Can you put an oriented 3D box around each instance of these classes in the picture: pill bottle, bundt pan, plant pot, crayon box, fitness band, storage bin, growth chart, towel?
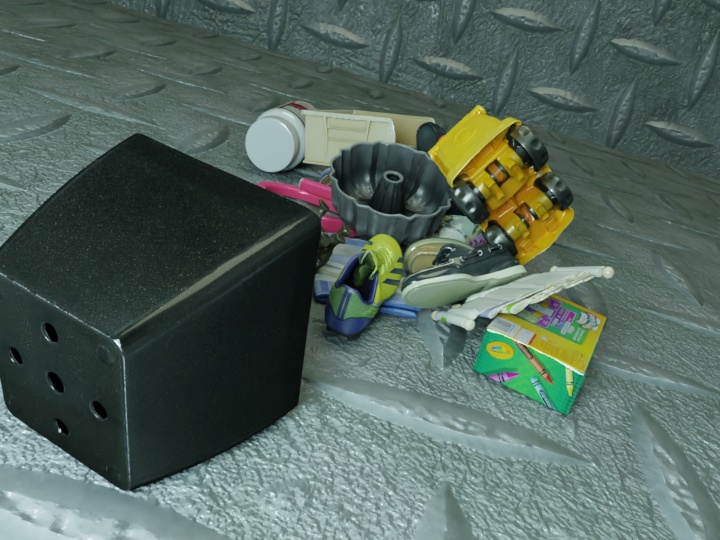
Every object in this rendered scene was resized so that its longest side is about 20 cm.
[{"bbox_3d":[-0.143,-0.257,1.336,0.112,0.117,0.200,18,22,6],"label":"pill bottle"},{"bbox_3d":[0.044,-0.112,1.063,0.197,0.077,0.204,7,40,-6],"label":"bundt pan"},{"bbox_3d":[-0.165,0.039,0.539,0.196,0.204,0.177,24,34,20],"label":"plant pot"},{"bbox_3d":[0.224,0.087,0.849,0.117,0.059,0.199,24,23,19],"label":"crayon box"},{"bbox_3d":[-0.077,-0.106,1.131,0.196,0.038,0.144,20,23,13],"label":"fitness band"},{"bbox_3d":[0.021,-0.244,1.296,0.194,0.096,0.199,11,16,26],"label":"storage bin"},{"bbox_3d":[0.191,0.029,0.838,0.196,0.018,0.145,-20,6,-7],"label":"growth chart"},{"bbox_3d":[0.000,0.000,0.951,0.143,0.024,0.201,10,23,-11],"label":"towel"}]

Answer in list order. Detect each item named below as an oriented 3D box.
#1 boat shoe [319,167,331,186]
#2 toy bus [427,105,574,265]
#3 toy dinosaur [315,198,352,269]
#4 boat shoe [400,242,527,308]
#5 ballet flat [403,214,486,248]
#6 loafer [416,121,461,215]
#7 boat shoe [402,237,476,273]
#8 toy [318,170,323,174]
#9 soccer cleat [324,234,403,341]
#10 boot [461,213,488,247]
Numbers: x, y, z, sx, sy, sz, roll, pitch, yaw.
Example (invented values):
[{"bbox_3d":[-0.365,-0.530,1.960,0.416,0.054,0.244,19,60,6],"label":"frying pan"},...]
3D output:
[{"bbox_3d":[0.022,-0.132,1.228,0.195,0.074,0.073,5,27,-1],"label":"boat shoe"},{"bbox_3d":[0.188,-0.132,1.006,0.200,0.135,0.193,45,5,-32],"label":"toy bus"},{"bbox_3d":[-0.069,-0.025,0.899,0.077,0.102,0.202,39,25,-27],"label":"toy dinosaur"},{"bbox_3d":[0.125,-0.003,0.889,0.195,0.075,0.067,-11,65,-28],"label":"boat shoe"},{"bbox_3d":[0.109,-0.058,1.122,0.195,0.070,0.072,15,40,8],"label":"ballet flat"},{"bbox_3d":[0.127,-0.179,1.185,0.069,0.068,0.204,16,48,-37],"label":"loafer"},{"bbox_3d":[0.153,0.011,0.966,0.196,0.073,0.077,12,35,-20],"label":"boat shoe"},{"bbox_3d":[0.027,-0.186,1.374,0.196,0.048,0.115,5,22,-25],"label":"toy"},{"bbox_3d":[0.014,0.002,0.832,0.063,0.085,0.201,22,35,8],"label":"soccer cleat"},{"bbox_3d":[0.186,-0.132,1.215,0.072,0.154,0.200,4,24,-25],"label":"boot"}]
